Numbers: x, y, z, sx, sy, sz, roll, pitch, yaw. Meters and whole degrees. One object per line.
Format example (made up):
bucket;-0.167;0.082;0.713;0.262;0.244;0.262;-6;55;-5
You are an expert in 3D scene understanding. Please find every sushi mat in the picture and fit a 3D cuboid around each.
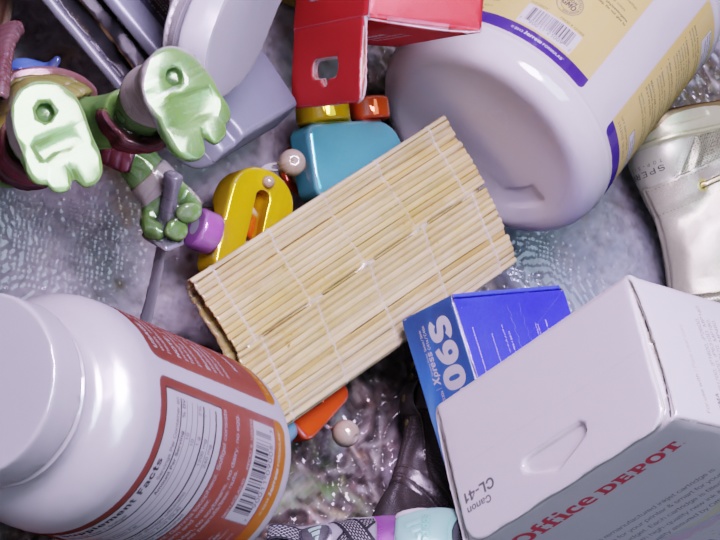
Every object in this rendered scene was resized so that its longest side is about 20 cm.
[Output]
sushi mat;0.000;0.000;1.236;0.200;0.012;0.096;-34;102;-34

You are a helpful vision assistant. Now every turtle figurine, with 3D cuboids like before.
turtle figurine;-0.138;-0.025;1.095;0.144;0.194;0.201;18;74;-20

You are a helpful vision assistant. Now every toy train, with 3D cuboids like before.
toy train;-0.027;-0.003;1.261;0.150;0.056;0.200;49;58;-19

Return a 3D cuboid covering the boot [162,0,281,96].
boot;-0.089;-0.155;1.146;0.095;0.074;0.200;13;33;7

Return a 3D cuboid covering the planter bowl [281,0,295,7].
planter bowl;-0.008;-0.255;1.316;0.200;0.083;0.201;9;72;-30

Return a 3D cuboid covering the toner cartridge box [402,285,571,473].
toner cartridge box;0.094;0.111;1.235;0.095;0.043;0.201;-4;72;-44

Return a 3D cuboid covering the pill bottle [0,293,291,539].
pill bottle;-0.125;0.075;1.091;0.200;0.112;0.113;30;58;-59

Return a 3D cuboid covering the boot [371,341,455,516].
boot;0.087;0.127;1.289;0.200;0.069;0.175;33;58;-25

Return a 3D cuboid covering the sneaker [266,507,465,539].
sneaker;-0.011;0.200;1.199;0.078;0.139;0.200;-80;168;-55

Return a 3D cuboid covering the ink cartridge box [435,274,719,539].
ink cartridge box;0.161;0.088;1.166;0.200;0.148;0.086;17;48;-40

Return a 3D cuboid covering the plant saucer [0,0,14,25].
plant saucer;-0.272;-0.160;1.154;0.200;0.037;0.201;9;72;-30

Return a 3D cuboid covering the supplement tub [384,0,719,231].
supplement tub;0.122;-0.136;1.330;0.145;0.145;0.200;48;58;-13

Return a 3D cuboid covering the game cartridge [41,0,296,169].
game cartridge;-0.119;-0.145;1.200;0.200;0.042;0.133;50;16;0

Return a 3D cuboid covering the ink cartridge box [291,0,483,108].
ink cartridge box;0.017;-0.183;1.209;0.067;0.116;0.201;5;91;-20

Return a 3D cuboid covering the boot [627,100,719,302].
boot;0.262;-0.031;1.437;0.199;0.072;0.155;-8;82;-28
